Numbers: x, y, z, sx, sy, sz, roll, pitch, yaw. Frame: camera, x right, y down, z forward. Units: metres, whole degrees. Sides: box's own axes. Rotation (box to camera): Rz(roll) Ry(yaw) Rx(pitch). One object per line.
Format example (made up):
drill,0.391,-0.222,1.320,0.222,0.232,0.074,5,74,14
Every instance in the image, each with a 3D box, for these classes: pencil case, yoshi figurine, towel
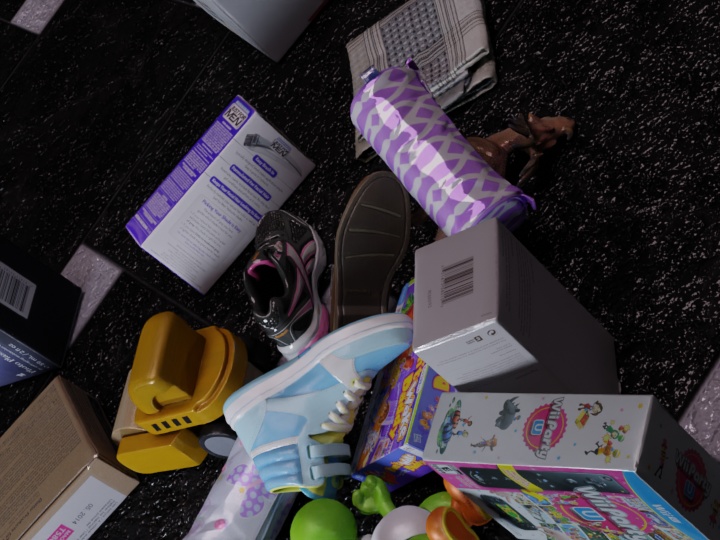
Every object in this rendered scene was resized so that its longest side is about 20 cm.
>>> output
pencil case,0.073,-0.106,1.408,0.085,0.084,0.201,-35,68,-4
pencil case,-0.094,0.202,1.436,0.090,0.083,0.201,-2,57,59
yoshi figurine,0.011,0.224,1.280,0.199,0.112,0.113,-30,61,36
towel,0.062,-0.236,1.672,0.192,0.034,0.201,-29,44,25

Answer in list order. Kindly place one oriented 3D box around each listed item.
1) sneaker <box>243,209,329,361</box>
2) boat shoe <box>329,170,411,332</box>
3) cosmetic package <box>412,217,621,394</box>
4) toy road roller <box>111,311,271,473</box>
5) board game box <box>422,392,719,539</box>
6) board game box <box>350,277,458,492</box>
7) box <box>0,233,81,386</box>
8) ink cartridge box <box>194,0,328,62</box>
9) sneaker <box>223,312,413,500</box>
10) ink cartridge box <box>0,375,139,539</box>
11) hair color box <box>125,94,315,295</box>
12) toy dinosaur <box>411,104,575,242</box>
sneaker,-0.085,-0.001,1.587,0.080,0.086,0.201,-35,41,15
boat shoe,0.000,0.000,1.467,0.068,0.071,0.202,-145,66,-77
cosmetic package,0.132,0.062,1.236,0.084,0.200,0.108,-22,44,28
toy road roller,-0.198,0.118,1.554,0.199,0.146,0.124,-16,49,35
board game box,0.170,0.156,1.166,0.199,0.147,0.065,-5,55,42
board game box,0.059,0.089,1.364,0.134,0.044,0.202,-40,29,60
box,-0.490,0.050,1.851,0.197,0.200,0.124,-17,49,35
ink cartridge box,-0.146,-0.387,1.905,0.146,0.144,0.200,-50,39,1
sneaker,-0.018,0.133,1.358,0.199,0.079,0.131,-32,68,16
ink cartridge box,-0.355,0.244,1.664,0.200,0.075,0.165,-46,40,4
hair color box,-0.159,-0.085,1.707,0.200,0.109,0.065,-48,37,3
toy dinosaur,0.118,-0.084,1.464,0.135,0.086,0.201,14,76,41
